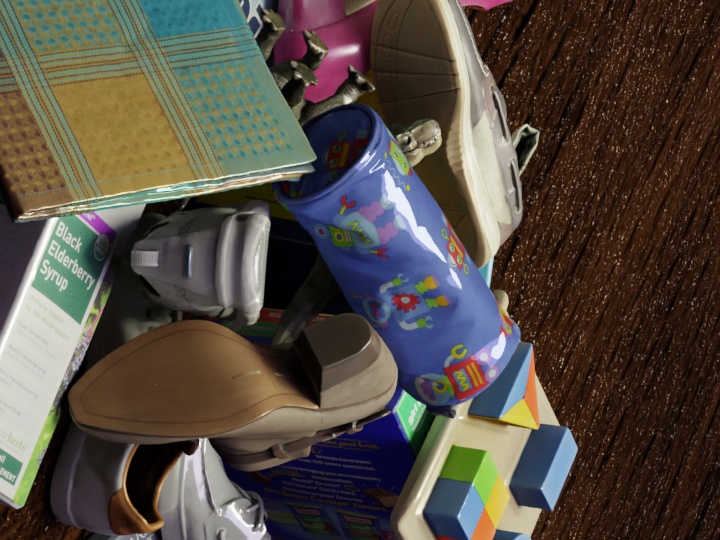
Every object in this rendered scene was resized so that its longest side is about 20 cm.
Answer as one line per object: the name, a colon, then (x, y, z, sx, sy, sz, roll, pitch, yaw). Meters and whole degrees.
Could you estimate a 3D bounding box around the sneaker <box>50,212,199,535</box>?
sneaker: (-0.125, 0.067, 1.355, 0.073, 0.084, 0.201, 20, 81, -60)

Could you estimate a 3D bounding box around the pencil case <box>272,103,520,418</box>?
pencil case: (0.020, -0.005, 1.315, 0.200, 0.087, 0.078, 56, 23, -33)

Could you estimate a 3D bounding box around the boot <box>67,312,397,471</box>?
boot: (-0.071, 0.081, 1.282, 0.146, 0.199, 0.071, 104, -28, -66)

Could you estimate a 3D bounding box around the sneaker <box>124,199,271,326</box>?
sneaker: (-0.095, -0.011, 1.278, 0.200, 0.082, 0.075, 129, -33, -84)

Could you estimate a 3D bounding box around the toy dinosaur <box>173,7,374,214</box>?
toy dinosaur: (-0.056, -0.096, 1.338, 0.102, 0.077, 0.200, -43, 162, 21)

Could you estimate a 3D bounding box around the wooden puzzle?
wooden puzzle: (0.094, 0.143, 1.468, 0.186, 0.046, 0.200, -64, 149, -31)

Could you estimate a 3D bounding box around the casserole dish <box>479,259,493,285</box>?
casserole dish: (0.062, 0.007, 1.727, 0.121, 0.039, 0.201, -8, 108, -61)

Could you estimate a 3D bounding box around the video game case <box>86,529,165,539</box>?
video game case: (-0.164, 0.263, 1.422, 0.143, 0.019, 0.201, -41, 133, -50)

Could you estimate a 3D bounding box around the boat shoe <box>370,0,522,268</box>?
boat shoe: (0.060, -0.100, 1.404, 0.065, 0.072, 0.201, -38, 122, -41)

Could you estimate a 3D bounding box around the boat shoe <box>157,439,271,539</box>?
boat shoe: (-0.093, 0.174, 1.445, 0.072, 0.068, 0.201, -68, 157, -70)

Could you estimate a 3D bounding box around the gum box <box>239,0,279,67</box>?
gum box: (-0.098, -0.183, 1.355, 0.201, 0.044, 0.170, -62, 148, -27)

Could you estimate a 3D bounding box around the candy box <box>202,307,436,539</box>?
candy box: (-0.014, 0.116, 1.486, 0.200, 0.168, 0.077, 67, 39, -47)

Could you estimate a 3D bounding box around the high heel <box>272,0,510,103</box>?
high heel: (0.034, -0.156, 1.427, 0.199, 0.067, 0.096, -8, 102, -32)

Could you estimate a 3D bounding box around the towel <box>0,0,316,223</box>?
towel: (-0.131, -0.101, 1.199, 0.199, 0.022, 0.147, -12, 69, -40)

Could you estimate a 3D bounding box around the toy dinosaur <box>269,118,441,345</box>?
toy dinosaur: (0.000, 0.000, 1.376, 0.088, 0.047, 0.201, 36, 80, -41)

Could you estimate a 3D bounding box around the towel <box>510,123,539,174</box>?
towel: (0.032, -0.012, 1.541, 0.034, 0.200, 0.193, 38, 61, -15)

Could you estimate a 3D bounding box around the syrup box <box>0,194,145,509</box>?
syrup box: (-0.198, 0.019, 1.205, 0.079, 0.081, 0.201, 48, 59, -57)

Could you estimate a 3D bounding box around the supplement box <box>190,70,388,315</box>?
supplement box: (-0.014, -0.073, 1.482, 0.201, 0.109, 0.109, -63, 148, -27)
